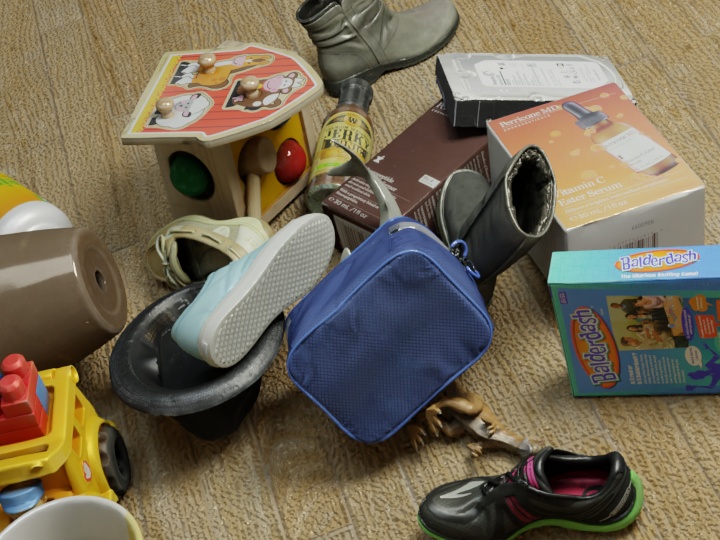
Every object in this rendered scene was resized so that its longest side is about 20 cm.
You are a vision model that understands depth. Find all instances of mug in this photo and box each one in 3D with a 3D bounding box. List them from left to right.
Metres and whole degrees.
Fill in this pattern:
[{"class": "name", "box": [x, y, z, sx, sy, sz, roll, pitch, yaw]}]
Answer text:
[{"class": "mug", "box": [-0.224, 0.308, 1.444, 0.149, 0.154, 0.187, -30, 43, -13]}]

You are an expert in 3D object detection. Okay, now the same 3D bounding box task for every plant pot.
[{"class": "plant pot", "box": [-0.336, 0.034, 1.723, 0.174, 0.201, 0.201, -20, 40, 13]}]

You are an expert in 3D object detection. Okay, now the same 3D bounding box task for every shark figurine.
[{"class": "shark figurine", "box": [0.015, -0.017, 1.696, 0.127, 0.216, 0.089, 6, 1, 9]}]

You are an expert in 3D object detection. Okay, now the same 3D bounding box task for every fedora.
[{"class": "fedora", "box": [-0.151, 0.099, 1.685, 0.199, 0.092, 0.201, -12, 35, 9]}]

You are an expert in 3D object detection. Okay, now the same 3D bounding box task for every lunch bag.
[{"class": "lunch bag", "box": [0.027, 0.045, 1.601, 0.200, 0.136, 0.132, -40, 17, 7]}]

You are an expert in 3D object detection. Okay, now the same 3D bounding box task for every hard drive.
[{"class": "hard drive", "box": [0.188, -0.197, 1.860, 0.198, 0.038, 0.140, 0, 28, -6]}]

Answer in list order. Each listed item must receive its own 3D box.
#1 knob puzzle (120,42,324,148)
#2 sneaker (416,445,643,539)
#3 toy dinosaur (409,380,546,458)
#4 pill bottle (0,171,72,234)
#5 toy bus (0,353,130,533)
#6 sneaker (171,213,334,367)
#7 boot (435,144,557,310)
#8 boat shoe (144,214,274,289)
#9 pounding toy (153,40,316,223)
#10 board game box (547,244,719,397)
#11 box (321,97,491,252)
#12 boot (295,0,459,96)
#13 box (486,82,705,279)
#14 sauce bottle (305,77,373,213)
[{"class": "knob puzzle", "box": [-0.136, -0.194, 1.785, 0.218, 0.031, 0.220, -8, 35, 5]}, {"class": "sneaker", "box": [0.145, 0.189, 1.492, 0.199, 0.084, 0.077, -11, 41, 8]}, {"class": "toy dinosaur", "box": [0.096, 0.130, 1.609, 0.106, 0.061, 0.200, -10, 40, -31]}, {"class": "pill bottle", "box": [-0.388, -0.036, 1.902, 0.111, 0.111, 0.200, -40, 46, -23]}, {"class": "toy bus", "box": [-0.303, 0.181, 1.581, 0.135, 0.193, 0.201, -11, 43, 5]}, {"class": "sneaker", "box": [-0.108, 0.007, 1.642, 0.082, 0.074, 0.200, 17, 48, 36]}, {"class": "boot", "box": [0.130, -0.065, 1.664, 0.072, 0.200, 0.183, 0, 61, -9]}, {"class": "boat shoe", "box": [-0.170, -0.014, 1.794, 0.200, 0.074, 0.063, 0, 24, 45]}, {"class": "pounding toy", "box": [-0.129, -0.115, 1.860, 0.141, 0.185, 0.200, 13, 42, 31]}, {"class": "board game box", "box": [0.280, 0.047, 1.545, 0.199, 0.153, 0.045, -2, 43, 16]}, {"class": "box", "box": [0.065, -0.090, 1.829, 0.100, 0.075, 0.200, 26, 56, 38]}, {"class": "boot", "box": [0.025, -0.302, 2.023, 0.199, 0.131, 0.068, -31, 44, -14]}, {"class": "box", "box": [0.234, -0.077, 1.716, 0.151, 0.107, 0.200, -19, 42, -11]}, {"class": "sauce bottle", "box": [-0.019, -0.140, 1.916, 0.064, 0.065, 0.201, -6, 44, 14]}]
